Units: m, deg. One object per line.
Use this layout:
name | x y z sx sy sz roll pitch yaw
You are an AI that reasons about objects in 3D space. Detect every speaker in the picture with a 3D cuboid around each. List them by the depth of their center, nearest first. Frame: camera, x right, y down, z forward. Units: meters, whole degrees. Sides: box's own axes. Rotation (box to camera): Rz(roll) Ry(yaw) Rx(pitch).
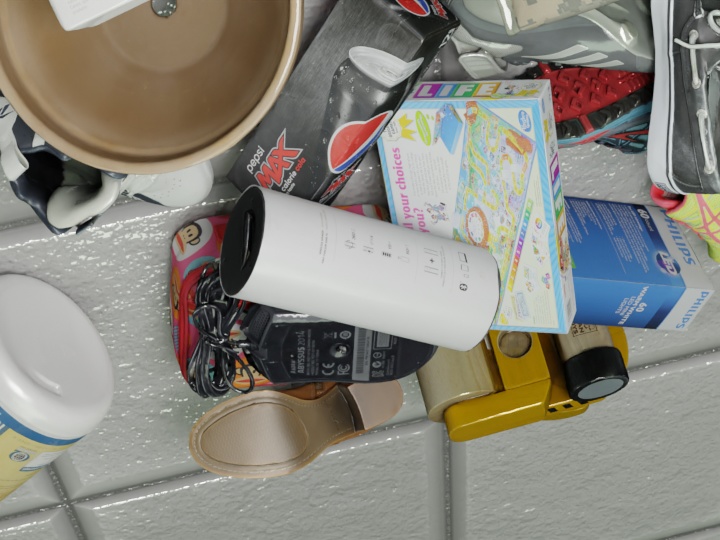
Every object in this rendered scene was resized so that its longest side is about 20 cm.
speaker | 0.000 0.000 0.977 0.198 0.082 0.081 14 132 -27

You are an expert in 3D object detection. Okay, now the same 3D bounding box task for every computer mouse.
computer mouse | -0.036 0.041 1.068 0.197 0.053 0.140 2 132 -9

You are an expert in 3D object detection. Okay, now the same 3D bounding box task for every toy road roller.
toy road roller | 0.150 0.088 1.251 0.197 0.124 0.146 -14 155 0

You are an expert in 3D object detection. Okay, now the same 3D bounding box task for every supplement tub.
supplement tub | -0.312 0.113 1.090 0.199 0.146 0.144 -37 137 22

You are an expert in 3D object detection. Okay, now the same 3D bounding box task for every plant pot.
plant pot | -0.130 -0.167 0.842 0.198 0.093 0.204 1 102 4

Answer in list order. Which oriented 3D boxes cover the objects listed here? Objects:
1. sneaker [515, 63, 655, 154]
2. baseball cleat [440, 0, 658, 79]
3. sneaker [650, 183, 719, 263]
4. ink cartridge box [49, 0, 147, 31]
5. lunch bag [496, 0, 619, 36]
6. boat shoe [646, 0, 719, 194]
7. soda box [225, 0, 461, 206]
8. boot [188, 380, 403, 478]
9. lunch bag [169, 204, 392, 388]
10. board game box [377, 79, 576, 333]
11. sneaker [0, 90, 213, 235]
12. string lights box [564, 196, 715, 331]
sneaker | 0.199 -0.118 1.060 0.197 0.080 0.096 -15 143 -3
baseball cleat | 0.141 -0.177 0.995 0.198 0.071 0.106 15 147 -30
sneaker | 0.295 -0.066 1.161 0.089 0.079 0.200 -7 150 13
ink cartridge box | -0.151 -0.250 0.746 0.115 0.068 0.202 -22 101 7
lunch bag | 0.137 -0.264 0.799 0.162 0.118 0.202 -15 105 28
boat shoe | 0.249 -0.155 0.962 0.073 0.068 0.202 4 93 -42
soda box | -0.015 -0.121 0.970 0.063 0.071 0.201 -35 166 -53
boot | -0.067 0.135 1.220 0.198 0.078 0.155 -21 179 -17
lunch bag | -0.059 0.012 1.122 0.197 0.082 0.178 -7 136 -14
board game box | 0.089 -0.047 1.038 0.133 0.034 0.202 3 123 23
sneaker | -0.178 -0.063 0.947 0.079 0.131 0.199 -33 138 20
string lights box | 0.196 -0.009 1.165 0.198 0.104 0.059 5 134 -24
